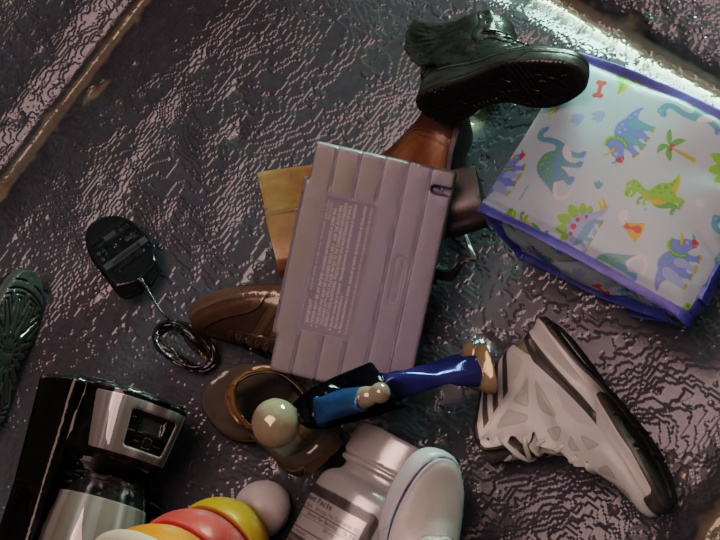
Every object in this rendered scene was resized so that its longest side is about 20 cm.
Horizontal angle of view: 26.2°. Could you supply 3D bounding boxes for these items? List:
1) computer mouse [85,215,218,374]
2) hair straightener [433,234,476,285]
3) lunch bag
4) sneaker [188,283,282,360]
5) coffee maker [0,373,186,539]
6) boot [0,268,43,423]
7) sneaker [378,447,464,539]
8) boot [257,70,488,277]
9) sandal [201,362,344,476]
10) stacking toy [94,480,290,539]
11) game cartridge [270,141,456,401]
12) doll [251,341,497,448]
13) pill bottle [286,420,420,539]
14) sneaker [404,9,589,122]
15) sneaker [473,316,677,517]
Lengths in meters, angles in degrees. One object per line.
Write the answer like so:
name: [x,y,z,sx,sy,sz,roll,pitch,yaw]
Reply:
computer mouse: [-0.199,0.024,1.480,0.058,0.034,0.200,-33,67,-12]
hair straightener: [0.017,-0.042,1.408,0.199,0.041,0.078,15,78,25]
lunch bag: [0.230,-0.062,1.283,0.199,0.127,0.171,26,82,37]
sneaker: [-0.066,0.056,1.388,0.198,0.070,0.076,-5,69,20]
coffee maker: [-0.260,0.197,1.379,0.190,0.135,0.202,7,73,24]
boot: [-0.425,0.062,1.538,0.198,0.066,0.166,10,73,29]
sneaker: [0.053,0.241,1.204,0.071,0.073,0.202,16,99,57]
boot: [0.006,-0.096,1.403,0.198,0.069,0.190,-12,68,9]
sandal: [-0.085,0.119,1.347,0.082,0.055,0.200,-45,31,-9]
stacking toy: [-0.122,0.242,1.299,0.145,0.200,0.147,17,122,30]
game cartridge: [0.000,0.000,1.330,0.128,0.038,0.202,13,94,9]
doll: [0.008,0.100,1.253,0.198,0.136,0.049,-13,91,-11]
pill bottle: [-0.005,0.234,1.275,0.113,0.113,0.201,25,81,27]
sneaker: [0.115,-0.186,1.324,0.199,0.060,0.105,-8,48,39]
sneaker: [0.168,0.145,1.273,0.115,0.076,0.201,-43,53,12]
